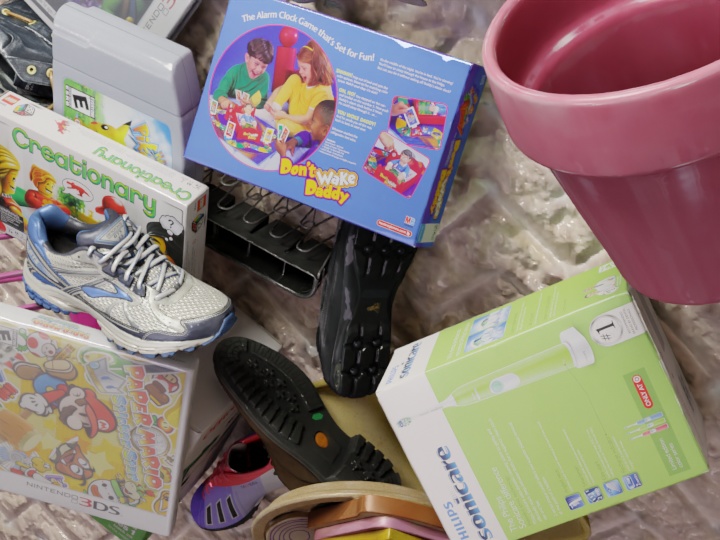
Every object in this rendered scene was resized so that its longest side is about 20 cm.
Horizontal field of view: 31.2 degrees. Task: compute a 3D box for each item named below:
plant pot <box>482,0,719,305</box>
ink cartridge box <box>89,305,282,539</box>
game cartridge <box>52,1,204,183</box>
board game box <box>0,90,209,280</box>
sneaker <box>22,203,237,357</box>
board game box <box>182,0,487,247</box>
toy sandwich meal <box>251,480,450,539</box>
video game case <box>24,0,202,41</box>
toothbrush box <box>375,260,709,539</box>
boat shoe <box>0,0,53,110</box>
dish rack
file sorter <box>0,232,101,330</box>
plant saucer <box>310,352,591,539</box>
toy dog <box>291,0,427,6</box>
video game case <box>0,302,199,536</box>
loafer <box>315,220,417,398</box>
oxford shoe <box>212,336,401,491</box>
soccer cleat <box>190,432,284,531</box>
[{"bbox_3d":[0.193,-0.088,0.772,0.198,0.201,0.180,1,134,35],"label":"plant pot"},{"bbox_3d":[-0.169,0.139,1.187,0.084,0.146,0.201,37,133,5],"label":"ink cartridge box"},{"bbox_3d":[-0.188,-0.105,1.046,0.132,0.041,0.202,22,132,14],"label":"game cartridge"},{"bbox_3d":[-0.217,-0.052,1.055,0.198,0.035,0.127,25,133,16],"label":"board game box"},{"bbox_3d":[-0.186,0.002,0.999,0.198,0.077,0.086,16,127,22],"label":"sneaker"},{"bbox_3d":[-0.020,-0.114,0.948,0.198,0.045,0.136,22,100,20],"label":"board game box"},{"bbox_3d":[0.005,0.234,1.051,0.202,0.071,0.206,2,148,1],"label":"toy sandwich meal"},{"bbox_3d":[-0.210,-0.268,1.029,0.200,0.023,0.182,46,121,4],"label":"video game case"},{"bbox_3d":[0.134,0.100,0.942,0.198,0.086,0.147,-24,102,18],"label":"toothbrush box"},{"bbox_3d":[-0.249,-0.156,1.102,0.200,0.091,0.071,38,133,10],"label":"boat shoe"},{"bbox_3d":[-0.073,-0.094,1.039,0.152,0.055,0.202,27,129,19],"label":"dish rack"},{"bbox_3d":[-0.298,0.018,1.164,0.201,0.124,0.140,54,143,41],"label":"file sorter"},{"bbox_3d":[0.079,0.145,1.079,0.199,0.048,0.201,-23,102,43],"label":"plant saucer"},{"bbox_3d":[0.026,-0.236,0.875,0.199,0.096,0.133,23,132,42],"label":"toy dog"},{"bbox_3d":[-0.232,0.127,1.074,0.180,0.023,0.202,15,127,2],"label":"video game case"},{"bbox_3d":[0.000,0.000,1.020,0.070,0.067,0.203,36,120,55],"label":"loafer"},{"bbox_3d":[-0.062,0.144,1.099,0.200,0.073,0.084,49,135,1],"label":"oxford shoe"},{"bbox_3d":[-0.112,0.190,1.216,0.073,0.069,0.199,20,142,-36],"label":"soccer cleat"}]
